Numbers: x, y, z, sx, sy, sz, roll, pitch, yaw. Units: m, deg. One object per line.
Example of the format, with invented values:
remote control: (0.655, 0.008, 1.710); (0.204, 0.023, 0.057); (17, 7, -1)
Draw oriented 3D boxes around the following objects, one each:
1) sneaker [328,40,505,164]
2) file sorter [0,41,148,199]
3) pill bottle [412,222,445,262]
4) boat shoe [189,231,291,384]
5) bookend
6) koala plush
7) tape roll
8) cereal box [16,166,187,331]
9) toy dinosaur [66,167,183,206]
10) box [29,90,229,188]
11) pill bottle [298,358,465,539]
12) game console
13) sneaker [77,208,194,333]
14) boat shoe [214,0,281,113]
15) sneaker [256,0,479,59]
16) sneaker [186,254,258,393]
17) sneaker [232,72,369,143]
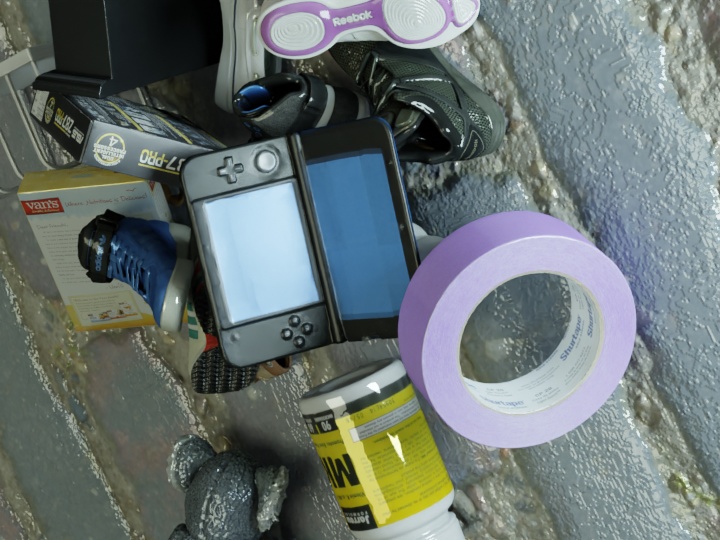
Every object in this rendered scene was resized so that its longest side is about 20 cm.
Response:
sneaker: (0.028, -0.166, 1.514); (0.199, 0.114, 0.076); (44, 127, 19)
file sorter: (-0.340, -0.164, 1.786); (0.200, 0.139, 0.125); (-19, 96, 41)
pill bottle: (0.000, 0.000, 1.599); (0.200, 0.113, 0.113); (13, 115, 35)
boat shoe: (-0.118, 0.022, 1.734); (0.072, 0.076, 0.200); (-6, 111, 33)
bookend: (-0.223, -0.285, 1.606); (0.092, 0.200, 0.199); (11, 114, 35)
koala plush: (-0.145, 0.285, 1.804); (0.177, 0.184, 0.200); (21, 107, 30)
tape roll: (0.136, 0.052, 1.455); (0.066, 0.200, 0.200); (-132, 38, -62)
cereal box: (-0.262, -0.023, 1.763); (0.144, 0.040, 0.200); (-4, 130, 12)
toy dinosaur: (-0.229, -0.063, 1.789); (0.106, 0.060, 0.200); (-30, 121, 31)
box: (-0.217, -0.129, 1.610); (0.200, 0.161, 0.049); (35, 111, 59)
pill bottle: (0.025, 0.198, 1.657); (0.114, 0.114, 0.200); (-19, 95, 41)
game console: (-0.050, -0.022, 1.484); (0.118, 0.171, 0.200); (-175, 71, -72)
sneaker: (-0.222, -0.002, 1.621); (0.111, 0.200, 0.077); (10, 113, -11)
boat shoe: (-0.094, -0.239, 1.619); (0.067, 0.074, 0.200); (19, 129, 15)
sneaker: (0.006, -0.244, 1.498); (0.200, 0.100, 0.075); (-4, 121, 0)
sneaker: (-0.140, 0.042, 1.678); (0.200, 0.070, 0.093); (96, 170, -52)
sneaker: (-0.096, -0.130, 1.617); (0.200, 0.112, 0.073); (-36, 46, 35)
